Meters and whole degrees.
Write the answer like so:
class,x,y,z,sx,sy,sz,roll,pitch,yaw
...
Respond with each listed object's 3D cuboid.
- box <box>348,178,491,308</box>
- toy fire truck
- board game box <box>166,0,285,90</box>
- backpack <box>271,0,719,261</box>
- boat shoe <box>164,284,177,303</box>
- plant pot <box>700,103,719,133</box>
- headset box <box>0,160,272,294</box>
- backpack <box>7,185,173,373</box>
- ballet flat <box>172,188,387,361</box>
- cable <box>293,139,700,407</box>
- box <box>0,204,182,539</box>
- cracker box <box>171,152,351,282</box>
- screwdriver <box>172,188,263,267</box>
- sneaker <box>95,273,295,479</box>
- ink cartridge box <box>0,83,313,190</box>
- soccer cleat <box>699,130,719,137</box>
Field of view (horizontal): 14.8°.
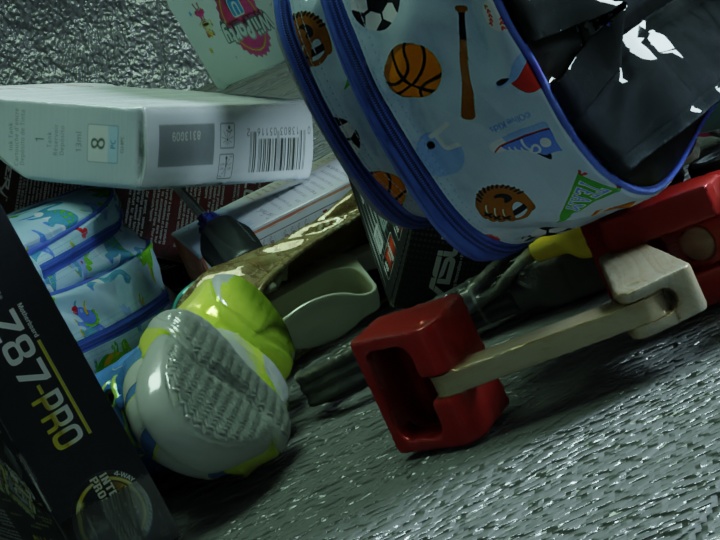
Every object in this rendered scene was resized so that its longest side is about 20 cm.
class,x,y,z,sx,sy,sz,roll,pitch,yaw
box,0.035,-0.097,1.281,0.044,0.161,0.200,6,28,-14
toy fire truck,0.110,0.001,1.033,0.199,0.049,0.141,-18,12,37
board game box,0.014,-0.180,1.496,0.200,0.064,0.147,-35,10,-26
backpack,0.053,-0.100,1.045,0.154,0.200,0.191,-30,14,24
boat shoe,-0.163,0.035,1.597,0.070,0.071,0.200,-57,24,-17
plant pot,0.168,-0.147,1.224,0.199,0.162,0.201,-13,2,1
headset box,-0.150,-0.038,1.659,0.199,0.075,0.149,12,-9,-23
backpack,-0.174,0.037,1.398,0.163,0.155,0.200,-24,-11,38
ballet flat,0.000,0.000,1.361,0.200,0.071,0.065,-33,38,-28
cable,0.061,-0.005,1.193,0.199,0.051,0.097,-22,12,16
box,-0.156,0.046,1.150,0.049,0.162,0.200,-29,8,-19
cracker box,0.002,-0.034,1.517,0.199,0.058,0.134,-26,10,-6
screwdriver,-0.087,-0.029,1.451,0.029,0.028,0.200,-2,18,-23
sneaker,-0.084,0.067,1.177,0.105,0.076,0.200,-39,2,12
ink cartridge box,-0.149,-0.073,1.483,0.199,0.048,0.160,4,7,31
soccer cleat,0.214,-0.129,1.387,0.199,0.070,0.086,-23,34,2
